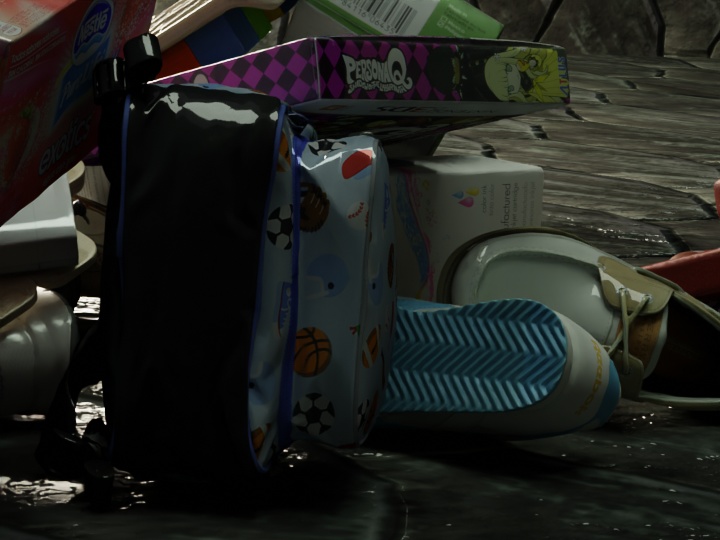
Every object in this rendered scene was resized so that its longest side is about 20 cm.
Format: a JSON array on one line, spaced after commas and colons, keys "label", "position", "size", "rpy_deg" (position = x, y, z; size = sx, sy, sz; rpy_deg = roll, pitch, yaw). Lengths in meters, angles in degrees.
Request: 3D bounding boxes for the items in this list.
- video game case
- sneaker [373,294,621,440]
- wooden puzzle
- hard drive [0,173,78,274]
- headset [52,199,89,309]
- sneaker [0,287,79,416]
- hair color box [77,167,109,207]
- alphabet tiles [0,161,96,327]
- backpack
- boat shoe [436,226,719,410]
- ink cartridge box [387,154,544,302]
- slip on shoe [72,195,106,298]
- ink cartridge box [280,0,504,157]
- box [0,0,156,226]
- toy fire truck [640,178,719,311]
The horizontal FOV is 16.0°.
[{"label": "video game case", "position": [-0.024, -0.085, 1.314], "size": [0.181, 0.036, 0.199], "rpy_deg": [-2, -6, -45]}, {"label": "sneaker", "position": [0.033, 0.051, 1.274], "size": [0.199, 0.077, 0.081], "rpy_deg": [7, -14, 37]}, {"label": "wooden puzzle", "position": [-0.106, -0.124, 1.437], "size": [0.199, 0.046, 0.185], "rpy_deg": [-25, 13, 22]}, {"label": "hard drive", "position": [-0.244, -0.039, 1.262], "size": [0.199, 0.027, 0.132], "rpy_deg": [-7, 42, -8]}, {"label": "headset", "position": [-0.207, -0.008, 1.415], "size": [0.123, 0.095, 0.200], "rpy_deg": [-2, 0, -30]}, {"label": "sneaker", "position": [-0.215, 0.026, 1.283], "size": [0.087, 0.075, 0.200], "rpy_deg": [-7, 14, -32]}, {"label": "hair color box", "position": [-0.084, -0.043, 1.518], "size": [0.199, 0.100, 0.060], "rpy_deg": [25, 47, 33]}, {"label": "alphabet tiles", "position": [-0.235, -0.018, 1.268], "size": [0.195, 0.015, 0.200], "rpy_deg": [29, 49, 29]}, {"label": "backpack", "position": [-0.057, 0.003, 1.170], "size": [0.153, 0.201, 0.191], "rpy_deg": [9, 2, -3]}, {"label": "boat shoe", "position": [0.134, 0.027, 1.335], "size": [0.199, 0.075, 0.068], "rpy_deg": [15, 3, -32]}, {"label": "ink cartridge box", "position": [0.000, 0.000, 1.388], "size": [0.199, 0.118, 0.067], "rpy_deg": [-4, 12, -34]}, {"label": "slip on shoe", "position": [-0.121, 0.008, 1.471], "size": [0.199, 0.061, 0.076], "rpy_deg": [22, 3, 39]}, {"label": "ink cartridge box", "position": [0.002, -0.101, 1.480], "size": [0.104, 0.059, 0.200], "rpy_deg": [32, -27, 2]}, {"label": "box", "position": [-0.166, -0.095, 1.099], "size": [0.102, 0.095, 0.200], "rpy_deg": [19, 23, 9]}, {"label": "toy fire truck", "position": [0.239, 0.002, 1.571], "size": [0.167, 0.113, 0.199], "rpy_deg": [-12, -5, 41]}]
